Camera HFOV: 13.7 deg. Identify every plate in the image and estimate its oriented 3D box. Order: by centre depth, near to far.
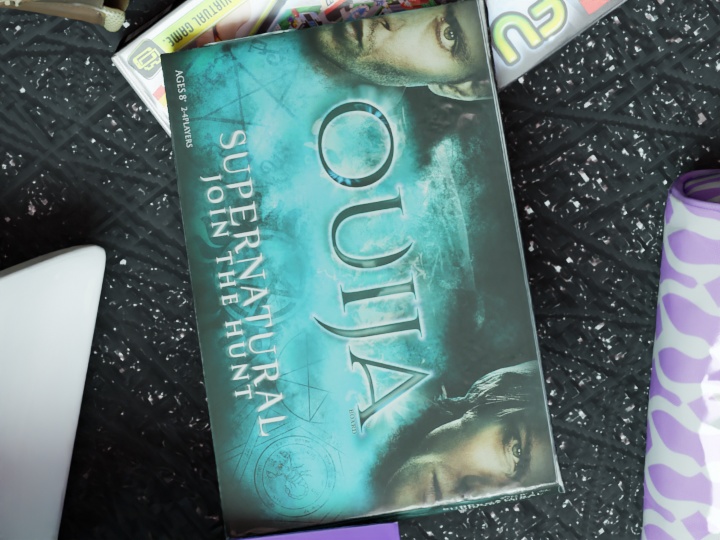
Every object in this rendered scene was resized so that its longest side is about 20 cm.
[{"bbox_3d":[-0.198,0.091,1.215,0.032,0.199,0.201,32,125,32],"label":"plate"}]

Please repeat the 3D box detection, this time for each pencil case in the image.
[{"bbox_3d":[0.163,0.053,1.246,0.085,0.084,0.201,1,107,-12],"label":"pencil case"}]

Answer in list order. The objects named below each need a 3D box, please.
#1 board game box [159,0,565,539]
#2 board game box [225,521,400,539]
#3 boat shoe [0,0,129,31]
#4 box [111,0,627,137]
[{"bbox_3d":[0.000,0.000,1.185,0.135,0.028,0.201,-10,78,4],"label":"board game box"},{"bbox_3d":[-0.094,0.140,1.179,0.199,0.134,0.045,-5,79,-15],"label":"board game box"},{"bbox_3d":[-0.119,-0.127,1.210,0.202,0.075,0.075,-22,112,16],"label":"boat shoe"},{"bbox_3d":[0.009,-0.107,1.232,0.200,0.035,0.110,-36,101,10],"label":"box"}]
